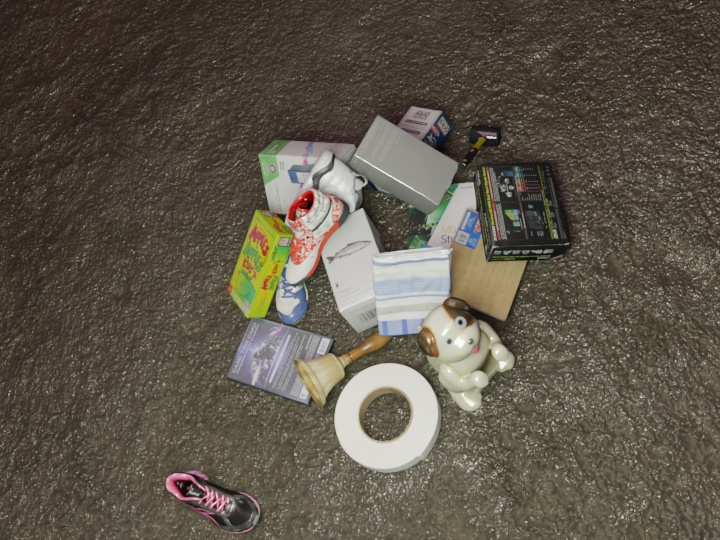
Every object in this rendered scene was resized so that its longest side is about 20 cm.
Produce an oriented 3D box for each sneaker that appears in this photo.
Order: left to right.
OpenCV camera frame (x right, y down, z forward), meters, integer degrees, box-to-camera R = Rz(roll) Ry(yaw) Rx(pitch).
[{"bbox_3d":[-0.282,0.428,1.350,0.199,0.095,0.079,15,68,23],"label":"sneaker"},{"bbox_3d":[-0.154,0.012,1.521,0.075,0.088,0.201,-8,63,13],"label":"sneaker"},{"bbox_3d":[-0.115,-0.067,1.406,0.202,0.108,0.067,-55,49,12],"label":"sneaker"},{"bbox_3d":[-0.072,-0.138,1.477,0.115,0.075,0.200,29,116,-7],"label":"sneaker"}]

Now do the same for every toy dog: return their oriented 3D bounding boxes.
[{"bbox_3d":[0.175,0.127,1.283,0.139,0.200,0.194,-40,59,-5],"label":"toy dog"}]

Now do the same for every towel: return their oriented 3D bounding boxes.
[{"bbox_3d":[0.098,0.043,1.344,0.146,0.201,0.024,-5,38,1],"label":"towel"}]

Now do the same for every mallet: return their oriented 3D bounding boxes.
[{"bbox_3d":[0.247,-0.250,1.492,0.066,0.041,0.200,6,32,15],"label":"mallet"}]

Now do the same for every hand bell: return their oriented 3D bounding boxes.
[{"bbox_3d":[-0.018,0.166,1.401,0.200,0.104,0.104,-30,57,-17],"label":"hand bell"}]

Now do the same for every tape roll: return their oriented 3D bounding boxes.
[{"bbox_3d":[0.051,0.273,1.348,0.202,0.037,0.204,-8,61,15],"label":"tape roll"}]

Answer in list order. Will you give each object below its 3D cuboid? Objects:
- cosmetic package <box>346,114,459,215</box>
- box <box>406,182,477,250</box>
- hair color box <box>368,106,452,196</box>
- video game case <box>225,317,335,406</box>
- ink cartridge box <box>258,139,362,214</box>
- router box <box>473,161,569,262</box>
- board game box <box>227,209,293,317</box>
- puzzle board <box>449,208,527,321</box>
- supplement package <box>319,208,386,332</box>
[{"bbox_3d":[0.087,-0.211,1.464,0.200,0.090,0.107,33,75,-5],"label":"cosmetic package"},{"bbox_3d":[0.170,-0.086,1.489,0.144,0.036,0.201,-3,62,17],"label":"box"},{"bbox_3d":[0.103,-0.259,1.573,0.100,0.061,0.200,24,74,45],"label":"hair color box"},{"bbox_3d":[-0.165,0.182,1.479,0.199,0.019,0.143,13,69,25],"label":"video game case"},{"bbox_3d":[-0.106,-0.198,1.568,0.199,0.146,0.088,6,34,20],"label":"ink cartridge box"},{"bbox_3d":[0.310,-0.116,1.416,0.149,0.062,0.201,-1,61,-4],"label":"router box"},{"bbox_3d":[-0.208,-0.013,1.503,0.102,0.047,0.201,46,122,41],"label":"board game box"},{"bbox_3d":[0.242,-0.014,1.409,0.150,0.017,0.201,21,65,9],"label":"puzzle board"},{"bbox_3d":[0.000,0.000,1.456,0.117,0.117,0.201,-25,58,8],"label":"supplement package"}]
